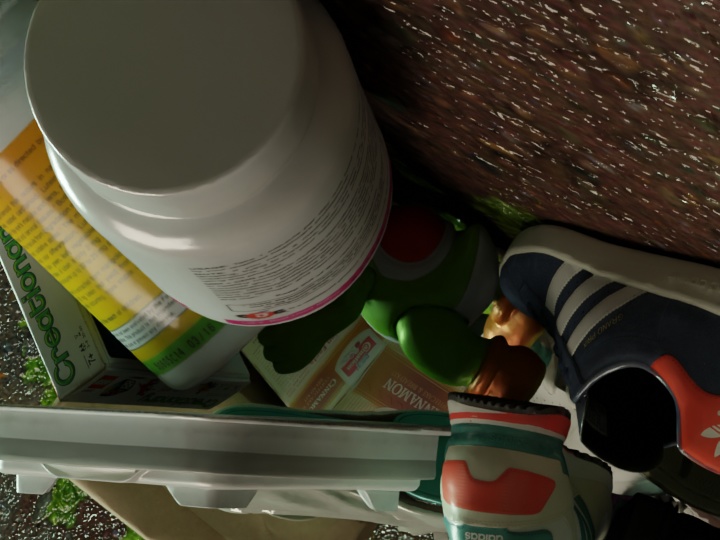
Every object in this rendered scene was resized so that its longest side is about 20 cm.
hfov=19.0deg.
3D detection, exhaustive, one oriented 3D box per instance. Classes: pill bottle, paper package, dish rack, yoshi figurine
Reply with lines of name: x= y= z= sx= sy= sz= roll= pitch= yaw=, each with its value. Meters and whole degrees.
pill bottle: x=-0.052 y=-0.051 z=0.792 sx=0.113 sy=0.114 sz=0.200 roll=27 pitch=173 yaw=11
paper package: x=-0.074 y=0.109 z=1.289 sx=0.190 sy=0.104 sz=0.200 roll=38 pitch=-173 yaw=3
pill bottle: x=-0.114 y=-0.053 z=0.948 sx=0.200 sy=0.111 sz=0.111 roll=45 pitch=170 yaw=-10
dish rack: x=-0.068 y=0.086 z=0.996 sx=0.170 sy=0.044 sz=0.199 roll=1 pitch=175 yaw=35
yoshi figurine: x=-0.006 y=0.005 z=1.066 sx=0.199 sy=0.113 sz=0.112 roll=33 pitch=179 yaw=-11

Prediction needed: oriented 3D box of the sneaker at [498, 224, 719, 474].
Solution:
sneaker: x=0.107 y=0.037 z=0.924 sx=0.075 sy=0.085 sz=0.200 roll=31 pitch=173 yaw=-24

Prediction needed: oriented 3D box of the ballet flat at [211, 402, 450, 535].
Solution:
ballet flat: x=0.007 y=0.111 z=1.155 sx=0.198 sy=0.070 sz=0.069 roll=7 pitch=176 yaw=-9

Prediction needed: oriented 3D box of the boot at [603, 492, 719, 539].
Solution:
boot: x=0.194 y=0.176 z=1.074 sx=0.167 sy=0.077 sz=0.200 roll=24 pitch=168 yaw=4

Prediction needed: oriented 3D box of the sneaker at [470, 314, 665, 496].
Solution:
sneaker: x=0.102 y=0.054 z=1.140 sx=0.199 sy=0.076 sz=0.088 roll=24 pitch=167 yaw=45

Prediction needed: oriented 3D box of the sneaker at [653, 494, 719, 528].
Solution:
sneaker: x=0.190 y=0.121 z=1.211 sx=0.199 sy=0.082 sz=0.077 roll=28 pitch=173 yaw=2

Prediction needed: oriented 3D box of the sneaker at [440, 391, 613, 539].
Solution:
sneaker: x=0.072 y=0.122 z=1.001 sx=0.070 sy=0.094 sz=0.200 roll=7 pitch=164 yaw=15

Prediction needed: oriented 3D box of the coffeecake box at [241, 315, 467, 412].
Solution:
coffeecake box: x=-0.004 y=0.049 z=1.286 sx=0.153 sy=0.073 sz=0.200 roll=35 pitch=-173 yaw=-41

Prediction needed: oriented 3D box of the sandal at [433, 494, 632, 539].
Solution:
sandal: x=0.131 y=0.136 z=1.237 sx=0.202 sy=0.050 sz=0.083 roll=-17 pitch=-122 yaw=-40

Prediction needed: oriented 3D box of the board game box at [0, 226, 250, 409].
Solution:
board game box: x=-0.135 y=-0.028 z=1.052 sx=0.126 sy=0.034 sz=0.201 roll=11 pitch=-131 yaw=-60

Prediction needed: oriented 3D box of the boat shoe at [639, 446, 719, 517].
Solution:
boat shoe: x=0.199 y=0.098 z=1.052 sx=0.199 sy=0.075 sz=0.068 roll=27 pitch=168 yaw=5
